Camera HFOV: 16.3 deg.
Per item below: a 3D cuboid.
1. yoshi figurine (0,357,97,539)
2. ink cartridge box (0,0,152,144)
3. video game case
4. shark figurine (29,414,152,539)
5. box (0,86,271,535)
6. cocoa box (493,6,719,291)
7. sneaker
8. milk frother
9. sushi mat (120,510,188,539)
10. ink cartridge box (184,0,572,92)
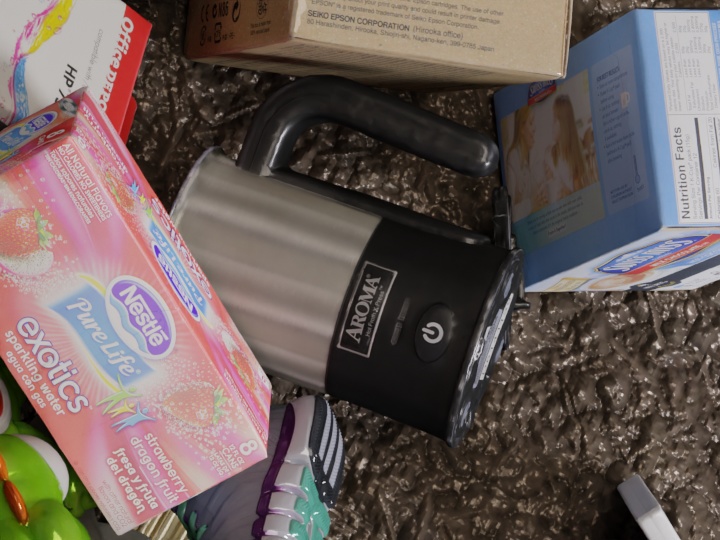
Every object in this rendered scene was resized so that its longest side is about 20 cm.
[{"bbox_3d":[-0.195,0.109,1.318,0.112,0.200,0.112,29,107,-41],"label":"yoshi figurine"},{"bbox_3d":[-0.189,-0.115,1.374,0.200,0.067,0.116,36,49,-31],"label":"ink cartridge box"},{"bbox_3d":[0.215,0.218,1.480,0.018,0.143,0.200,-31,92,3],"label":"video game case"},{"bbox_3d":[-0.125,0.177,1.360,0.214,0.090,0.128,41,69,3],"label":"shark figurine"},{"bbox_3d":[-0.134,0.020,1.303,0.094,0.103,0.200,-28,107,9],"label":"box"},{"bbox_3d":[0.181,-0.068,1.491,0.131,0.200,0.134,-2,80,-22],"label":"cocoa box"},{"bbox_3d":[-0.067,0.154,1.335,0.087,0.075,0.200,-3,43,17],"label":"sneaker"},{"bbox_3d":[0.000,0.000,1.450,0.188,0.200,0.181,20,74,10],"label":"milk frother"},{"bbox_3d":[-0.099,0.169,1.427,0.096,0.012,0.200,35,68,-12],"label":"sushi mat"},{"bbox_3d":[0.006,-0.150,1.433,0.164,0.200,0.075,5,89,-22],"label":"ink cartridge box"}]
